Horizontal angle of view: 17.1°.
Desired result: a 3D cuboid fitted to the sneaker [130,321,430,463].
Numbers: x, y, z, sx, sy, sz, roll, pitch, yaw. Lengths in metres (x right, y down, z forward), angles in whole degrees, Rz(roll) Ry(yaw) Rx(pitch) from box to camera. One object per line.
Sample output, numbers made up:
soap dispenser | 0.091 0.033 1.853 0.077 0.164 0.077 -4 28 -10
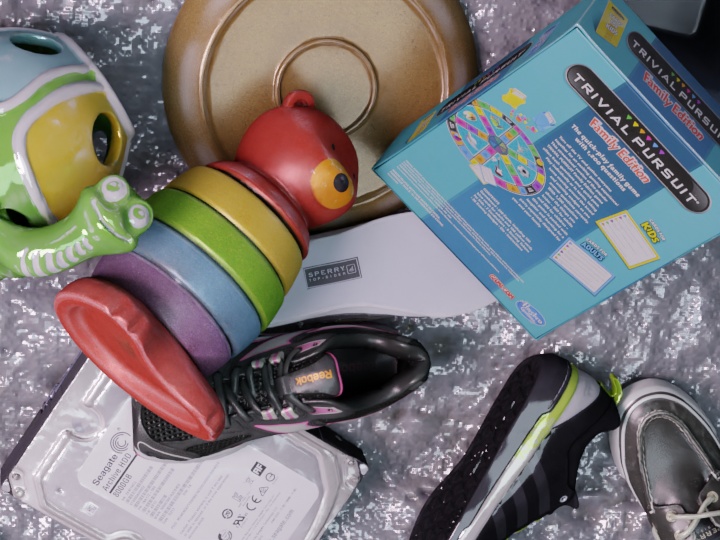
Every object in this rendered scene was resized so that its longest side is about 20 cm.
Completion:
sneaker | -0.047 0.066 1.486 0.200 0.086 0.080 -16 90 -21

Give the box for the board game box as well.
board game box | 0.124 -0.059 1.410 0.151 0.047 0.200 46 138 -10

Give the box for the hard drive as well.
hard drive | -0.114 0.129 1.548 0.200 0.038 0.140 33 100 -16

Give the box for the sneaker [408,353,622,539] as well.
sneaker | 0.105 0.149 1.569 0.083 0.072 0.200 29 101 -17

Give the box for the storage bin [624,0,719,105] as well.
storage bin | 0.195 -0.207 1.434 0.145 0.134 0.200 11 105 -12

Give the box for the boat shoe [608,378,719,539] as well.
boat shoe | 0.228 0.164 1.596 0.071 0.064 0.200 -27 110 1

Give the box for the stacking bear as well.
stacking bear | -0.078 -0.017 1.426 0.200 0.114 0.121 -48 122 -18

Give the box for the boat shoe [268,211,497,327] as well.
boat shoe | 0.000 0.000 1.513 0.200 0.057 0.069 -5 90 -6

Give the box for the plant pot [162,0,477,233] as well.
plant pot | -0.023 -0.115 1.488 0.200 0.027 0.200 -3 109 -8

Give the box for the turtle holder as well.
turtle holder | -0.202 -0.071 1.394 0.132 0.185 0.141 -34 108 -11
